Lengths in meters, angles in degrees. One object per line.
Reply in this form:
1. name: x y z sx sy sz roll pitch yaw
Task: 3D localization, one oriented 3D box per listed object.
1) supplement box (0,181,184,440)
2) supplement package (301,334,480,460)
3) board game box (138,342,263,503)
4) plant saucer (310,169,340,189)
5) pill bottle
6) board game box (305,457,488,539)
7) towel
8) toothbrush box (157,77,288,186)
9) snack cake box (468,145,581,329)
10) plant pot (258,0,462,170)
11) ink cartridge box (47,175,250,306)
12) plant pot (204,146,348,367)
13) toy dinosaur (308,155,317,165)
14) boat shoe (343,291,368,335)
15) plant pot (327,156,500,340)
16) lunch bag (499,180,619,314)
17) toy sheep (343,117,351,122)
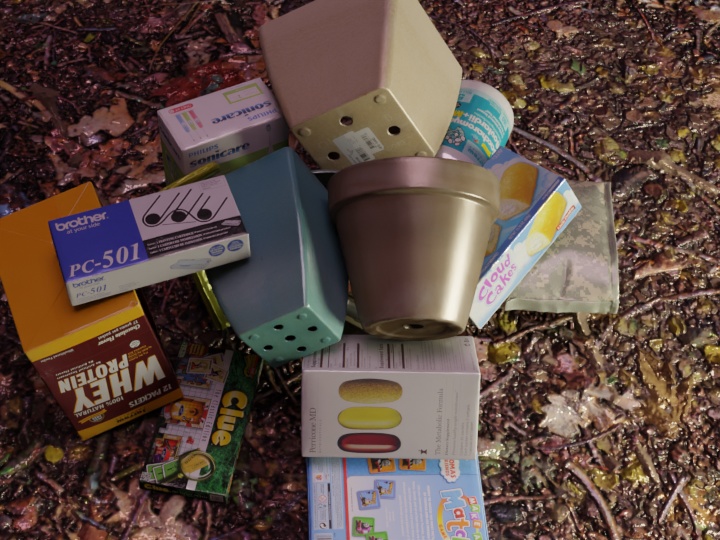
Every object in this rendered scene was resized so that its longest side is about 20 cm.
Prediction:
1. supplement box: -0.318 0.049 1.523 0.133 0.200 0.197 -23 55 -7
2. supplement package: 0.033 0.145 1.512 0.199 0.114 0.110 0 19 0
3. board game box: -0.186 0.177 1.557 0.105 0.023 0.200 10 51 2
4. plant saucer: -0.051 -0.069 1.632 0.200 0.201 0.039 -3 52 -6
5. pill bottle: 0.120 -0.147 1.700 0.111 0.111 0.200 18 52 11
6. board game box: 0.040 0.268 1.487 0.199 0.037 0.152 -1 50 -3
7. towel: -0.178 -0.029 1.624 0.086 0.200 0.018 -33 28 -25
8. toothbrush box: -0.172 -0.129 1.690 0.145 0.200 0.086 -22 54 -19
9. snack cake box: 0.159 -0.042 1.600 0.200 0.067 0.115 -50 49 -7
10. plant pot: 0.004 -0.217 1.631 0.200 0.200 0.177 -21 45 20
11. ink cartridge box: -0.228 -0.034 1.422 0.200 0.044 0.094 -16 53 -12
12. plant pot: -0.096 -0.003 1.501 0.141 0.141 0.200 -23 54 14
13. toy dinosaur: 0.009 -0.092 1.736 0.058 0.101 0.200 -18 31 -29
14. boat shoe: -0.030 0.059 1.638 0.200 0.075 0.068 37 30 32
15. plant pot: 0.059 -0.016 1.490 0.199 0.200 0.174 2 75 -2
16. lunch bag: 0.242 -0.018 1.682 0.164 0.118 0.200 4 46 2
17. toy sheep: 0.050 -0.225 1.832 0.138 0.138 0.200 34 75 22
